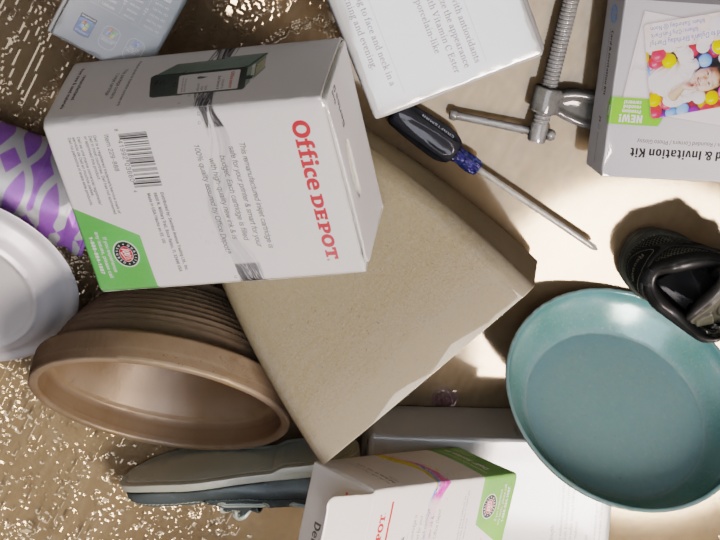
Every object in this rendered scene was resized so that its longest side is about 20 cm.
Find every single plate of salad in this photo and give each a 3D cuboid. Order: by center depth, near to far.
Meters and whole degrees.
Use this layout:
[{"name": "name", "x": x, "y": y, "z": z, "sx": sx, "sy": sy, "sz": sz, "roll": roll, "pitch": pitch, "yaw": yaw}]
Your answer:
[{"name": "plate of salad", "x": -0.311, "y": -0.001, "z": 1.584, "sx": 0.200, "sy": 0.048, "sz": 0.200, "roll": 6, "pitch": 140, "yaw": 5}]

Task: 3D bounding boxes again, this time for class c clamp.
[{"name": "c clamp", "x": 0.180, "y": -0.184, "z": 1.599, "sx": 0.171, "sy": 0.027, "sz": 0.200, "roll": 17, "pitch": 103, "yaw": -9}]

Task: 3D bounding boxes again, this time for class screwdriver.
[{"name": "screwdriver", "x": 0.106, "y": -0.070, "z": 1.624, "sx": 0.200, "sy": 0.029, "sz": 0.028, "roll": 35, "pitch": 101, "yaw": -7}]

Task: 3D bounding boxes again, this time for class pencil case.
[{"name": "pencil case", "x": -0.289, "y": -0.073, "z": 1.577, "sx": 0.200, "sy": 0.084, "sz": 0.086, "roll": 19, "pitch": 140, "yaw": -6}]

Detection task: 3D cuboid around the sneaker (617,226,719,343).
[{"name": "sneaker", "x": 0.306, "y": 0.026, "z": 1.625, "sx": 0.199, "sy": 0.114, "sz": 0.076, "roll": 17, "pitch": 106, "yaw": -10}]

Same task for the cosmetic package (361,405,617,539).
[{"name": "cosmetic package", "x": 0.099, "y": 0.172, "z": 1.671, "sx": 0.200, "sy": 0.081, "sz": 0.113, "roll": 4, "pitch": 105, "yaw": -4}]

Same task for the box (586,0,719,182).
[{"name": "box", "x": 0.263, "y": -0.169, "z": 1.590, "sx": 0.156, "sy": 0.041, "sz": 0.200, "roll": 2, "pitch": 108, "yaw": -14}]

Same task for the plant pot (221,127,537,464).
[{"name": "plant pot", "x": 0.000, "y": 0.000, "z": 1.567, "sx": 0.200, "sy": 0.200, "sz": 0.177, "roll": -40, "pitch": 90, "yaw": 8}]

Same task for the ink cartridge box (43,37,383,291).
[{"name": "ink cartridge box", "x": -0.096, "y": -0.071, "z": 1.430, "sx": 0.200, "sy": 0.084, "sz": 0.146, "roll": -4, "pitch": 125, "yaw": 15}]

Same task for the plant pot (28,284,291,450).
[{"name": "plant pot", "x": -0.147, "y": 0.063, "z": 1.593, "sx": 0.201, "sy": 0.201, "sz": 0.093, "roll": 11, "pitch": 68, "yaw": -6}]

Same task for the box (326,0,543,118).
[{"name": "box", "x": 0.030, "y": -0.239, "z": 1.486, "sx": 0.131, "sy": 0.200, "sz": 0.199, "roll": -21, "pitch": 106, "yaw": 4}]

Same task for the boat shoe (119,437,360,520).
[{"name": "boat shoe", "x": -0.093, "y": 0.175, "z": 1.651, "sx": 0.200, "sy": 0.073, "sz": 0.062, "roll": -7, "pitch": 111, "yaw": 13}]

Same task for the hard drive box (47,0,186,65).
[{"name": "hard drive box", "x": -0.140, "y": -0.252, "z": 1.495, "sx": 0.077, "sy": 0.156, "sz": 0.200, "roll": 28, "pitch": 103, "yaw": -10}]

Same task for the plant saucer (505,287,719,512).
[{"name": "plant saucer", "x": 0.203, "y": 0.107, "z": 1.626, "sx": 0.200, "sy": 0.200, "sz": 0.036, "roll": 16, "pitch": 144, "yaw": -8}]

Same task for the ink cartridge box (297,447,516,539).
[{"name": "ink cartridge box", "x": 0.017, "y": 0.199, "z": 1.539, "sx": 0.200, "sy": 0.067, "sz": 0.117, "roll": 0, "pitch": 107, "yaw": -46}]
